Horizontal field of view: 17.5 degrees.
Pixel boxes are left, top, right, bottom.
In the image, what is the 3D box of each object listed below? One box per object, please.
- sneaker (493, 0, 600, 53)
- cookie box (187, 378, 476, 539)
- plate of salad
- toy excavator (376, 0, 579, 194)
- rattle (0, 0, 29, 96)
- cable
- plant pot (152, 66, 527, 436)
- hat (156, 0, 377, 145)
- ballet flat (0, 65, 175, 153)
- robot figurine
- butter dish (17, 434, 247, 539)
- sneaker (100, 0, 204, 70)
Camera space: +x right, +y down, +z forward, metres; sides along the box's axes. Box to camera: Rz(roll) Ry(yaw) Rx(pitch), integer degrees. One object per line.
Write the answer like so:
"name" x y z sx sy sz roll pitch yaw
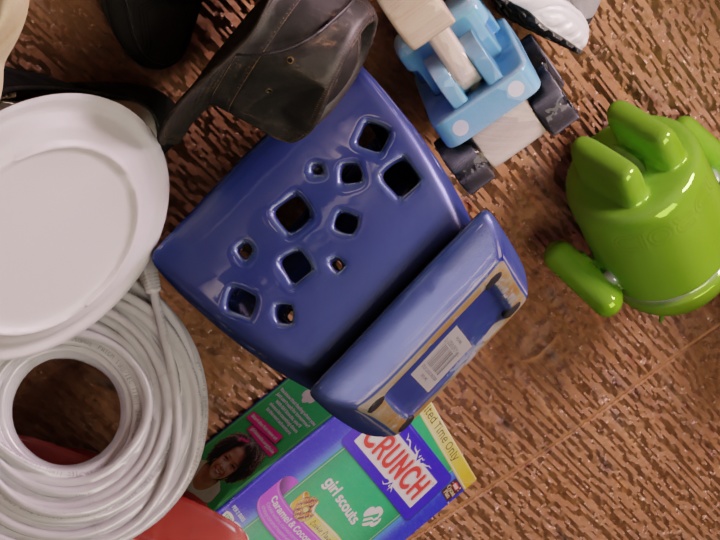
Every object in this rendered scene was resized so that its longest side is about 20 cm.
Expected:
"sneaker" 0.111 -0.229 1.690 0.200 0.074 0.080 25 94 -50
"cookie box" -0.027 0.164 1.852 0.200 0.075 0.171 -39 134 -8
"plate of salad" -0.215 -0.031 1.511 0.199 0.048 0.201 -22 134 -25
"toy excavator" 0.062 -0.155 1.639 0.100 0.195 0.200 -35 114 10
"rattle" -0.233 -0.132 1.443 0.143 0.129 0.202 9 75 -73
"cable" -0.204 0.094 1.608 0.199 0.069 0.201 -24 90 -9
"plant pot" 0.000 0.000 1.635 0.200 0.180 0.200 -46 164 -1
"hat" -0.042 -0.139 1.520 0.081 0.201 0.201 39 94 -4
"ballet flat" -0.192 -0.092 1.555 0.199 0.068 0.068 6 114 -39
"robot figurine" 0.236 -0.043 1.872 0.176 0.115 0.200 -46 136 -12
"butter dish" -0.190 0.214 1.729 0.199 0.148 0.200 22 111 0
"sneaker" -0.120 -0.215 1.516 0.075 0.079 0.201 -11 127 -30
